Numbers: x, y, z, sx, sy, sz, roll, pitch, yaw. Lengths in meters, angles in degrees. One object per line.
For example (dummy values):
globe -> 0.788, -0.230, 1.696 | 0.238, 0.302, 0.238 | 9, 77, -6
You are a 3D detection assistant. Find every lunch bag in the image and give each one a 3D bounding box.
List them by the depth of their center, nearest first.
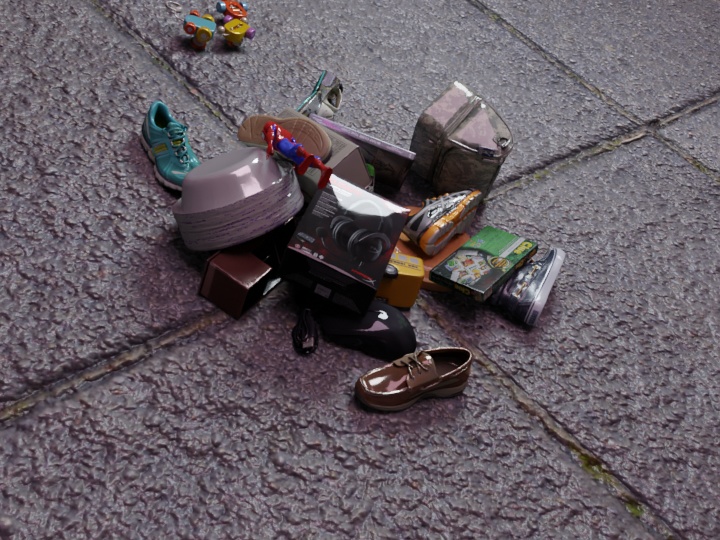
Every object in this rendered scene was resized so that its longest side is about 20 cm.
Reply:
lunch bag -> 0.188, -0.224, 1.839 | 0.167, 0.201, 0.140 | 37, 67, 10

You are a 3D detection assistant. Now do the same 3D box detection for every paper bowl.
paper bowl -> -0.194, -0.119, 1.543 | 0.198, 0.106, 0.201 | -18, 20, 7

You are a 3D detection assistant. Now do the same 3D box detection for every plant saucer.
plant saucer -> 0.113, -0.045, 1.737 | 0.197, 0.033, 0.202 | 13, 39, -11

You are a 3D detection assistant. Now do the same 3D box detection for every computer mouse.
computer mouse -> -0.002, 0.080, 1.522 | 0.197, 0.053, 0.139 | 13, 39, -11

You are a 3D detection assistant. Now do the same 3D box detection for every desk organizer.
desk organizer -> -0.157, -0.015, 1.545 | 0.077, 0.072, 0.200 | 33, 40, 11

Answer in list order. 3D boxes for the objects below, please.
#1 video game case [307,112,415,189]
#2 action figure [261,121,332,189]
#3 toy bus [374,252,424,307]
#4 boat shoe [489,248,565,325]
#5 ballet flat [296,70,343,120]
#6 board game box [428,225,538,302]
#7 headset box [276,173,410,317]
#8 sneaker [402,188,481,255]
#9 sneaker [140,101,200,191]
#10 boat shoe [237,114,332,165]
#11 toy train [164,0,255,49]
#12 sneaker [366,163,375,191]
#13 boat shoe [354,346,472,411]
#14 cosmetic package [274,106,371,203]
video game case -> -0.007, -0.210, 1.793 | 0.197, 0.143, 0.019 | 22, 72, -2
action figure -> -0.108, -0.178, 1.501 | 0.065, 0.052, 0.200 | 27, 12, -34
toy bus -> 0.000, 0.000, 1.600 | 0.197, 0.066, 0.079 | 14, 32, -10
boat shoe -> 0.288, 0.009, 1.726 | 0.090, 0.071, 0.201 | 26, 38, 8
ballet flat -> -0.076, -0.320, 1.938 | 0.071, 0.073, 0.201 | 24, 40, 2
board game box -> 0.209, -0.015, 1.683 | 0.104, 0.024, 0.199 | 21, 36, 29
headset box -> -0.020, -0.049, 1.524 | 0.147, 0.078, 0.201 | 26, 49, 0
sneaker -> 0.143, -0.099, 1.731 | 0.077, 0.079, 0.199 | 29, 37, 24
sneaker -> -0.314, -0.204, 1.680 | 0.077, 0.080, 0.201 | -14, 51, -36
boat shoe -> -0.113, -0.202, 1.613 | 0.198, 0.065, 0.073 | 16, 73, 38
toy train -> -0.300, -0.503, 2.054 | 0.198, 0.056, 0.150 | -15, 50, -41
sneaker -> -0.023, -0.117, 1.712 | 0.077, 0.086, 0.201 | 19, 40, -3
boat shoe -> 0.080, 0.148, 1.467 | 0.198, 0.072, 0.076 | -10, 48, -34
cosmetic package -> -0.086, -0.184, 1.693 | 0.103, 0.088, 0.199 | -41, 47, -15
